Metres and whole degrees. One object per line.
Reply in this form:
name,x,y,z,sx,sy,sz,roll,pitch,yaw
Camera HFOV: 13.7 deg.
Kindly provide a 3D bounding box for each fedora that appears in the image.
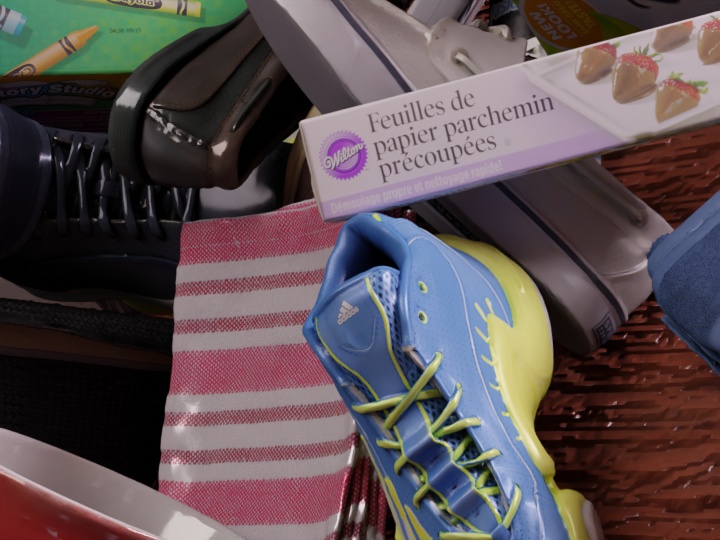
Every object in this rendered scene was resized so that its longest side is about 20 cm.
fedora,-0.156,0.059,1.343,0.200,0.200,0.092,1,83,60

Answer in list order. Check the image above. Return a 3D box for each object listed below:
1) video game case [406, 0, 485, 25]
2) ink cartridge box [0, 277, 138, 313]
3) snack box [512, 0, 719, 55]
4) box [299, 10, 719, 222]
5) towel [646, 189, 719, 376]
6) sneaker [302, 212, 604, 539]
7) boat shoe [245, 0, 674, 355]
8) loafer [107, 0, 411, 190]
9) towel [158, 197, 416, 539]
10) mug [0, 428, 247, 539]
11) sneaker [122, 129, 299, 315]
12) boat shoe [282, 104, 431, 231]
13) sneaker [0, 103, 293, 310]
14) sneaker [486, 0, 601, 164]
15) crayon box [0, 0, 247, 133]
video game case,0.065,-0.159,1.325,0.183,0.022,0.200,-57,-1,-9
ink cartridge box,-0.150,-0.029,1.532,0.200,0.084,0.146,-42,24,11
snack box,0.123,-0.166,1.118,0.199,0.169,0.068,-2,48,40
box,0.079,-0.060,1.077,0.199,0.039,0.041,-14,-2,7
towel,0.169,0.007,0.971,0.112,0.049,0.200,-43,22,1
sneaker,0.021,0.062,1.033,0.076,0.105,0.201,-36,41,26
boat shoe,0.041,-0.060,1.142,0.070,0.200,0.071,-43,-12,-13
loafer,-0.021,-0.089,1.252,0.063,0.072,0.200,21,45,31
towel,-0.039,0.070,1.158,0.146,0.030,0.201,-12,69,54
mug,-0.122,0.176,1.114,0.133,0.177,0.201,24,91,27
sneaker,-0.055,-0.013,1.361,0.200,0.078,0.091,-28,40,46
boat shoe,0.000,0.000,1.213,0.201,0.072,0.072,-63,34,16
sneaker,-0.121,-0.036,1.280,0.202,0.146,0.077,-7,66,37
sneaker,0.070,-0.071,1.238,0.072,0.072,0.200,-23,35,42
crayon box,-0.098,-0.093,1.372,0.119,0.199,0.059,120,145,-66
